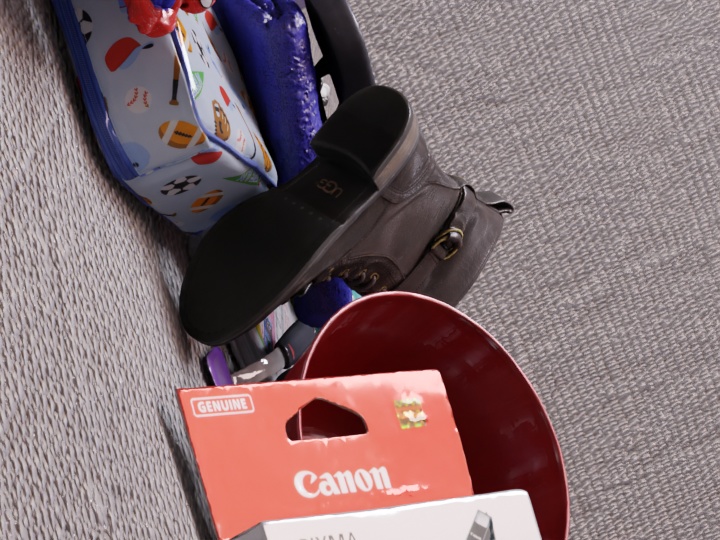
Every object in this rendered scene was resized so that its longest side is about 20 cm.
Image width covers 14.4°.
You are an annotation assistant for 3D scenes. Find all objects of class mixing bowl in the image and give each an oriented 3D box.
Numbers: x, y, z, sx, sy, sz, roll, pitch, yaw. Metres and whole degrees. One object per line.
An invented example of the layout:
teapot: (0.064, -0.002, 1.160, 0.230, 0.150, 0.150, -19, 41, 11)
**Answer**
mixing bowl: (0.010, 0.123, 1.602, 0.200, 0.108, 0.201, 22, 55, -35)

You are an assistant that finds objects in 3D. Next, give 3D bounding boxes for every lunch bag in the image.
lunch bag: (-0.115, -0.113, 1.631, 0.200, 0.075, 0.161, 50, 18, -72)

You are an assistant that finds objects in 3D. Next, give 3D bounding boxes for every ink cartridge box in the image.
ink cartridge box: (0.010, 0.132, 1.489, 0.200, 0.043, 0.174, -2, 72, -44)

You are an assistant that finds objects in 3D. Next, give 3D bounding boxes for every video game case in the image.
video game case: (-0.070, 0.022, 1.854, 0.200, 0.022, 0.183, -96, 165, -66)

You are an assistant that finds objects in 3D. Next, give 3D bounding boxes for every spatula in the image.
spatula: (-0.057, 0.058, 1.728, 0.057, 0.020, 0.200, 71, 21, -6)

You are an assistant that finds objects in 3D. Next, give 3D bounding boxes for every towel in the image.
towel: (-0.045, -0.080, 1.744, 0.148, 0.049, 0.201, -134, -148, -63)

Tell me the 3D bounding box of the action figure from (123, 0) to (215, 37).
action figure: (-0.133, -0.162, 1.461, 0.200, 0.052, 0.066, 20, 43, -61)

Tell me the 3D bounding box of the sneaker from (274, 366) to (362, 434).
sneaker: (-0.018, 0.087, 1.754, 0.200, 0.066, 0.091, 54, 22, -61)

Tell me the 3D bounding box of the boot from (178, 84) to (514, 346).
boot: (0.000, 0.000, 1.671, 0.069, 0.200, 0.174, 41, -7, 36)

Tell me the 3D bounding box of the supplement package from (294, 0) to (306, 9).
supplement package: (-0.067, -0.222, 1.836, 0.120, 0.199, 0.122, -69, 139, -82)

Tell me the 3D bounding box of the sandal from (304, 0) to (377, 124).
sandal: (-0.012, -0.097, 1.742, 0.200, 0.043, 0.076, 72, -8, -47)

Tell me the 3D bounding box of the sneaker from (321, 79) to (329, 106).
sneaker: (-0.069, -0.111, 1.965, 0.200, 0.081, 0.075, 83, 28, -88)

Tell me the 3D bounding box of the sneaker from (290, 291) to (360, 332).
sneaker: (-0.024, 0.015, 1.969, 0.200, 0.077, 0.080, 53, -5, -3)
